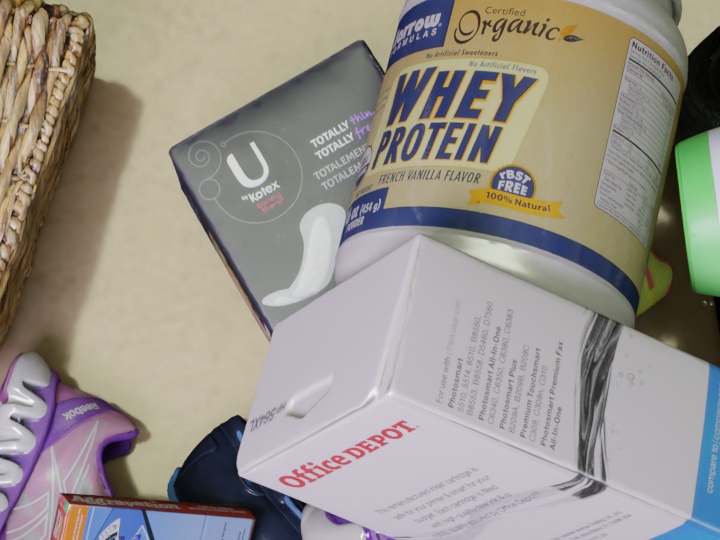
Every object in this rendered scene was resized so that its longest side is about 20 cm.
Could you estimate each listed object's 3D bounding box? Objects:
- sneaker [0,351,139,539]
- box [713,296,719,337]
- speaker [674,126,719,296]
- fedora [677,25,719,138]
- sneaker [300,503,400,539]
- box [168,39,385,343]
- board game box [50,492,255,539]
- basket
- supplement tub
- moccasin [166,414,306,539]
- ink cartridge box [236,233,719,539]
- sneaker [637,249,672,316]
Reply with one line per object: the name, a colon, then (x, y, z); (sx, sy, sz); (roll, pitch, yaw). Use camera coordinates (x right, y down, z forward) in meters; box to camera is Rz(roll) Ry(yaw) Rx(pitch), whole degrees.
sneaker: (-0.169, 0.143, 1.133); (0.088, 0.080, 0.200); (20, 63, -12)
box: (0.298, 0.054, 1.083); (0.198, 0.200, 0.123); (-9, 95, 0)
speaker: (0.251, -0.037, 1.011); (0.200, 0.088, 0.089); (-7, 84, 9)
fedora: (0.266, -0.083, 1.148); (0.200, 0.201, 0.092); (-17, 120, -1)
sneaker: (0.064, 0.129, 1.102); (0.083, 0.200, 0.081); (-31, 74, 40)
box: (0.000, 0.000, 1.145); (0.122, 0.106, 0.200); (-30, 84, -4)
board game box: (-0.125, 0.214, 1.114); (0.103, 0.019, 0.200); (8, 103, -27)
basket: (-0.236, -0.053, 1.132); (0.149, 0.143, 0.200); (17, 79, -4)
supplement tub: (0.077, -0.063, 1.036); (0.144, 0.144, 0.200); (14, 71, 2)
moccasin: (-0.009, 0.151, 1.143); (0.200, 0.080, 0.068); (36, 90, 3)
ink cartridge box: (0.067, 0.075, 0.977); (0.200, 0.146, 0.084); (25, 61, -21)
sneaker: (0.105, -0.054, 1.175); (0.090, 0.078, 0.200); (-13, 75, -31)
